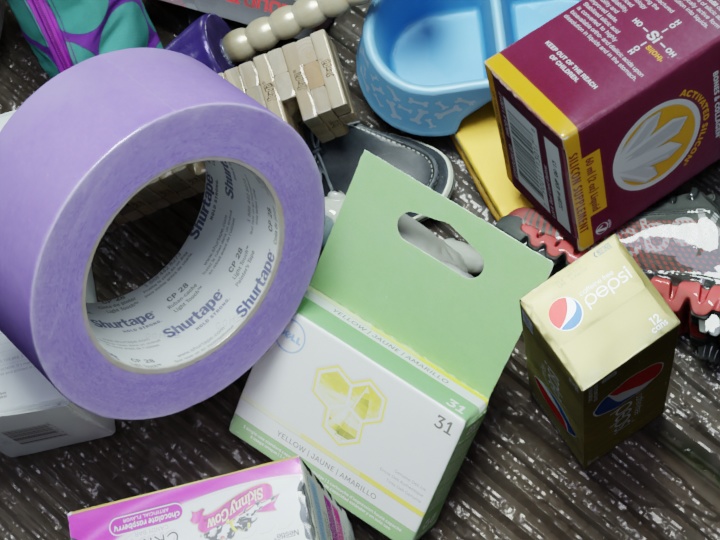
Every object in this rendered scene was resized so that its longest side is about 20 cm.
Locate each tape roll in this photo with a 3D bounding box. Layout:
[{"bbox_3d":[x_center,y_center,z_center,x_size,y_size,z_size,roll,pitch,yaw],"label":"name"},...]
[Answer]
[{"bbox_3d":[-0.123,-0.020,0.955,0.200,0.200,0.085,-46,48,-8],"label":"tape roll"}]

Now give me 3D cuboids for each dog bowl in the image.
[{"bbox_3d":[0.092,-0.156,1.092,0.197,0.050,0.113,-7,72,6],"label":"dog bowl"}]

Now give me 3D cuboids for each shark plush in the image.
[{"bbox_3d":[0.000,0.000,1.053,0.199,0.091,0.084,29,106,-13],"label":"shark plush"}]

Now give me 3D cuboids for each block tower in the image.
[{"bbox_3d":[-0.101,-0.087,1.064,0.198,0.054,0.058,-20,75,8],"label":"block tower"}]

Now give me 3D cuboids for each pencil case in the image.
[{"bbox_3d":[-0.193,-0.178,1.084,0.084,0.201,0.093,-4,44,22],"label":"pencil case"}]

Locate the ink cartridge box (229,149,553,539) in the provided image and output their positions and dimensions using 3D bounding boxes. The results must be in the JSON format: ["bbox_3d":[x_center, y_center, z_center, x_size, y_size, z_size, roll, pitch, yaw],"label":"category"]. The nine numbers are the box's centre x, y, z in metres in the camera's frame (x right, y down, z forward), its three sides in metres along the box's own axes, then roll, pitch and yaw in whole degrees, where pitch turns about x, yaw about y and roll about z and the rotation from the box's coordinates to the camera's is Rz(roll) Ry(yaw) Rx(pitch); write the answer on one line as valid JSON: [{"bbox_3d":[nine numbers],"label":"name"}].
[{"bbox_3d":[0.015,0.050,1.014,0.145,0.048,0.202,31,119,17],"label":"ink cartridge box"}]

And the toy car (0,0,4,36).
[{"bbox_3d":[-0.333,-0.242,1.142,0.173,0.201,0.152,5,56,-8],"label":"toy car"}]

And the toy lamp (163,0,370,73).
[{"bbox_3d":[-0.045,-0.165,1.074,0.198,0.058,0.059,-24,70,20],"label":"toy lamp"}]

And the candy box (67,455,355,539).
[{"bbox_3d":[-0.077,0.170,0.964,0.135,0.200,0.062,-14,71,3],"label":"candy box"}]

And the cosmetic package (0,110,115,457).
[{"bbox_3d":[-0.225,0.010,1.082,0.080,0.113,0.203,-11,74,4],"label":"cosmetic package"}]

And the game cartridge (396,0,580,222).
[{"bbox_3d":[0.145,-0.145,1.124,0.198,0.032,0.178,-26,71,-3],"label":"game cartridge"}]

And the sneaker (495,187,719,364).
[{"bbox_3d":[0.184,-0.011,1.054,0.198,0.071,0.099,18,71,15],"label":"sneaker"}]

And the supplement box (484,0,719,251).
[{"bbox_3d":[0.185,-0.120,1.018,0.199,0.111,0.086,-33,52,-11],"label":"supplement box"}]

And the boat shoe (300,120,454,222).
[{"bbox_3d":[-0.035,-0.074,1.108,0.197,0.062,0.075,13,73,10],"label":"boat shoe"}]

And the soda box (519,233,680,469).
[{"bbox_3d":[0.140,0.053,0.970,0.067,0.200,0.064,-34,71,-4],"label":"soda box"}]

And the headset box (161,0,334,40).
[{"bbox_3d":[-0.078,-0.257,1.115,0.147,0.077,0.202,17,116,8],"label":"headset box"}]
